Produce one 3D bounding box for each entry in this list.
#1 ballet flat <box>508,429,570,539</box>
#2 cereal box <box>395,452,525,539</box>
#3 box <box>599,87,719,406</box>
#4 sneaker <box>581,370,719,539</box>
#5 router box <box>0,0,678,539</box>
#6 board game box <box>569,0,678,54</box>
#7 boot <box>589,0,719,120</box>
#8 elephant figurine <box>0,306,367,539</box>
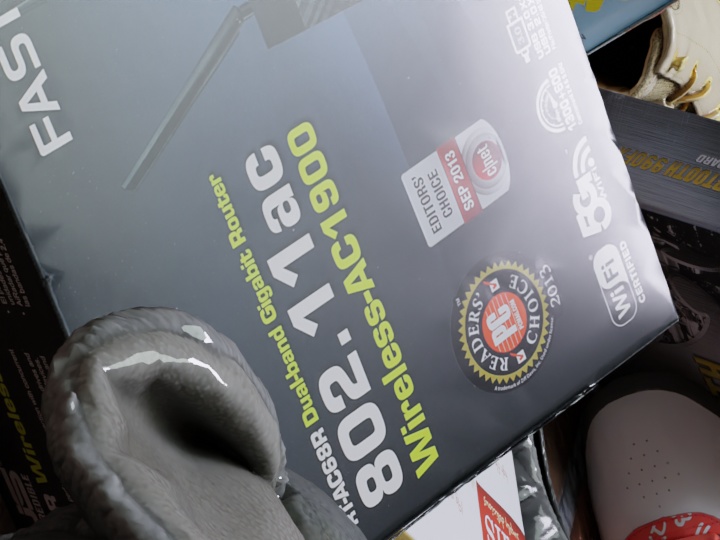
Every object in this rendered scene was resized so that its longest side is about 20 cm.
[{"bbox_3d":[0.054,0.044,0.901,0.066,0.057,0.201,77,3,-71],"label":"ballet flat"},{"bbox_3d":[0.000,0.000,0.821,0.144,0.039,0.201,45,32,-59],"label":"cereal box"},{"bbox_3d":[0.146,0.030,1.051,0.048,0.158,0.200,-47,130,-21],"label":"box"},{"bbox_3d":[0.128,0.141,1.024,0.108,0.067,0.202,-65,138,-67],"label":"sneaker"},{"bbox_3d":[-0.029,-0.040,0.612,0.150,0.062,0.201,-34,113,-31],"label":"router box"},{"bbox_3d":[0.035,-0.170,0.912,0.200,0.103,0.105,57,20,-10],"label":"board game box"},{"bbox_3d":[0.128,-0.068,1.202,0.201,0.073,0.155,71,18,-1],"label":"boot"},{"bbox_3d":[-0.042,0.078,0.499,0.200,0.141,0.156,-69,153,-53],"label":"elephant figurine"}]
